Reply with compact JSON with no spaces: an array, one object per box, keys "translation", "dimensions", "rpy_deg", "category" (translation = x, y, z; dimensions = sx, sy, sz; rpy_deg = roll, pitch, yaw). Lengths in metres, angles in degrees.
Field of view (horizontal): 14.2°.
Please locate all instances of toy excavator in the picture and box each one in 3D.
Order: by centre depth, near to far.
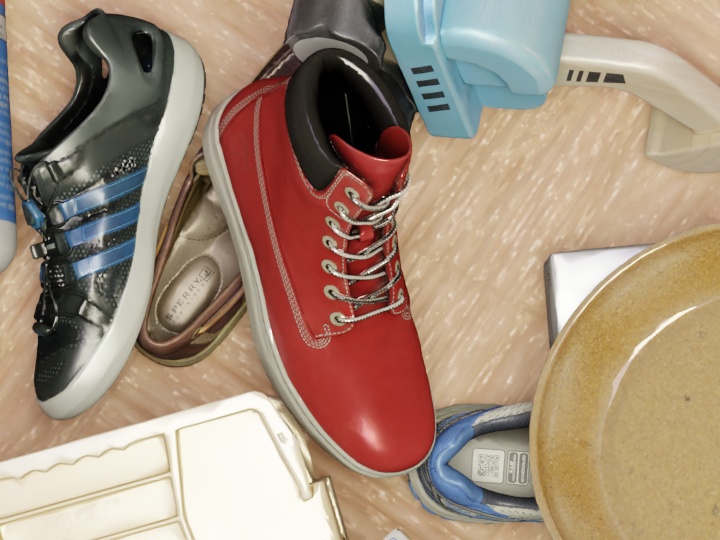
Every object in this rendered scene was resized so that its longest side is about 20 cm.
[{"translation":[0.083,-0.107,1.391],"dimensions":[0.199,0.195,0.100],"rpy_deg":[6,66,18],"category":"toy excavator"}]

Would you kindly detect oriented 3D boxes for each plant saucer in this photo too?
[{"translation":[0.177,0.076,1.327],"dimensions":[0.200,0.035,0.201],"rpy_deg":[-8,68,19],"category":"plant saucer"}]

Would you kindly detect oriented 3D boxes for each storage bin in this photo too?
[{"translation":[-0.111,0.122,1.351],"dimensions":[0.198,0.200,0.094],"rpy_deg":[-16,86,-1],"category":"storage bin"}]

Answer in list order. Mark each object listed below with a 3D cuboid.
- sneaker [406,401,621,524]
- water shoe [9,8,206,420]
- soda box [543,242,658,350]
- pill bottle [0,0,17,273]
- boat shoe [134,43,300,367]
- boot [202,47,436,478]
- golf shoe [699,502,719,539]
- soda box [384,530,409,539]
[{"translation":[0.122,0.096,1.408],"dimensions":[0.199,0.085,0.077],"rpy_deg":[-5,85,0],"category":"sneaker"},{"translation":[-0.140,-0.029,1.408],"dimensions":[0.079,0.071,0.201],"rpy_deg":[21,76,-28],"category":"water shoe"},{"translation":[0.192,0.018,1.425],"dimensions":[0.199,0.064,0.068],"rpy_deg":[-5,85,0],"category":"soda box"},{"translation":[-0.225,-0.050,1.411],"dimensions":[0.112,0.112,0.201],"rpy_deg":[-4,84,0],"category":"pill bottle"},{"translation":[-0.052,-0.041,1.428],"dimensions":[0.072,0.072,0.200],"rpy_deg":[36,86,3],"category":"boat shoe"},{"translation":[0.000,0.000,1.331],"dimensions":[0.072,0.144,0.200],"rpy_deg":[-23,93,-24],"category":"boot"},{"translation":[0.150,0.189,1.401],"dimensions":[0.200,0.088,0.077],"rpy_deg":[-57,46,19],"category":"golf shoe"},{"translation":[-0.030,0.208,1.237],"dimensions":[0.200,0.068,0.064],"rpy_deg":[-40,43,-2],"category":"soda box"}]
